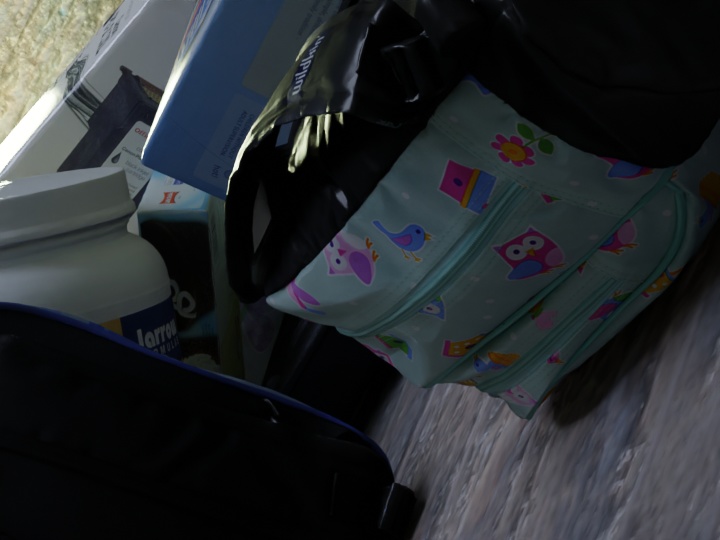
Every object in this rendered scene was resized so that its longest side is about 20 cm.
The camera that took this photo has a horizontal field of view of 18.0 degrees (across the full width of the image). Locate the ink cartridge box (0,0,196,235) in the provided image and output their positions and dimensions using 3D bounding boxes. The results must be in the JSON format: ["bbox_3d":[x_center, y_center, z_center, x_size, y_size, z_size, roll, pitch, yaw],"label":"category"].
[{"bbox_3d":[-0.126,-0.078,1.217,0.200,0.084,0.145,-47,13,13],"label":"ink cartridge box"}]

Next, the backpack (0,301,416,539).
[{"bbox_3d":[-0.109,0.122,0.852,0.147,0.199,0.184,-48,18,61],"label":"backpack"}]

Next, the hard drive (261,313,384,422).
[{"bbox_3d":[0.000,0.000,1.075,0.135,0.042,0.200,-59,8,29],"label":"hard drive"}]

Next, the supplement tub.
[{"bbox_3d":[-0.146,0.062,1.004,0.144,0.144,0.201,-133,33,-81],"label":"supplement tub"}]

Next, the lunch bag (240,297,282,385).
[{"bbox_3d":[-0.094,0.035,1.284,0.200,0.127,0.170,-50,12,15],"label":"lunch bag"}]

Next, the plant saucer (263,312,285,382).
[{"bbox_3d":[-0.043,0.089,1.103,0.200,0.019,0.070,-76,-7,-57],"label":"plant saucer"}]

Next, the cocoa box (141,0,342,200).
[{"bbox_3d":[0.023,-0.115,0.817,0.200,0.133,0.132,123,167,-45],"label":"cocoa box"}]

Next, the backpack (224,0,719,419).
[{"bbox_3d":[0.042,-0.045,0.675,0.200,0.126,0.167,-53,7,48],"label":"backpack"}]

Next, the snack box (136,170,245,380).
[{"bbox_3d":[-0.079,0.050,1.120,0.116,0.037,0.201,-86,-8,-72],"label":"snack box"}]
